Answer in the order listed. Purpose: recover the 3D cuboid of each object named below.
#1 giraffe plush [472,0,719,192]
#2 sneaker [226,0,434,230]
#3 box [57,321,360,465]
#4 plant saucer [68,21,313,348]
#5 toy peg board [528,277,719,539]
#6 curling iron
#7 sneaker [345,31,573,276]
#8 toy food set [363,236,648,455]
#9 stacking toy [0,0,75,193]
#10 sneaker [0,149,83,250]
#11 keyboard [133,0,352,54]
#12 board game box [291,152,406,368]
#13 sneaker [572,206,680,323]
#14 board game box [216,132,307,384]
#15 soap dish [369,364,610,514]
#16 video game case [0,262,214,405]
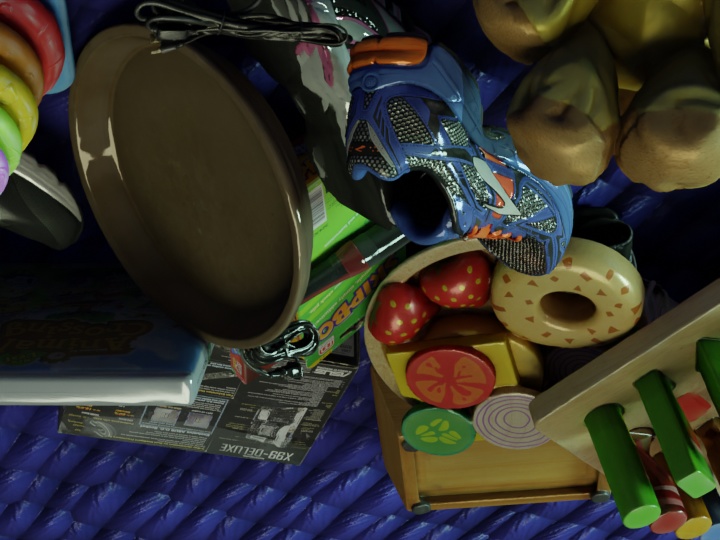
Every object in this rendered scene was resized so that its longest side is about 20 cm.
[{"bbox_3d":[0.147,-0.119,0.777,0.171,0.202,0.162,1,163,8],"label":"giraffe plush"},{"bbox_3d":[-0.005,-0.126,0.832,0.080,0.086,0.201,22,146,43],"label":"sneaker"},{"bbox_3d":[-0.116,0.078,1.125,0.198,0.050,0.158,9,144,-15],"label":"box"},{"bbox_3d":[-0.096,-0.050,0.866,0.029,0.200,0.200,-32,164,-38],"label":"plant saucer"},{"bbox_3d":[0.252,0.111,0.984,0.199,0.098,0.199,-35,135,21],"label":"toy peg board"},{"bbox_3d":[0.000,0.000,0.943,0.025,0.200,0.050,12,137,55],"label":"curling iron"},{"bbox_3d":[0.047,-0.043,0.798,0.075,0.079,0.200,1,155,40],"label":"sneaker"},{"bbox_3d":[0.101,0.053,1.006,0.198,0.049,0.199,-8,133,15],"label":"toy food set"},{"bbox_3d":[-0.214,-0.069,0.783,0.109,0.201,0.116,1,146,-4],"label":"stacking toy"},{"bbox_3d":[-0.263,-0.048,0.897,0.199,0.085,0.074,26,164,-26],"label":"sneaker"},{"bbox_3d":[-0.044,-0.167,0.735,0.198,0.128,0.021,3,-176,-6],"label":"keyboard"},{"bbox_3d":[-0.013,-0.016,0.966,0.095,0.030,0.201,-38,151,-19],"label":"board game box"},{"bbox_3d":[0.183,0.022,1.036,0.199,0.076,0.116,13,144,-16],"label":"sneaker"},{"bbox_3d":[-0.044,-0.011,0.978,0.103,0.019,0.201,-34,152,-23],"label":"board game box"},{"bbox_3d":[0.112,0.122,1.169,0.198,0.082,0.158,-5,145,2],"label":"soap dish"},{"bbox_3d":[-0.189,0.036,0.957,0.198,0.182,0.022,0,112,4],"label":"video game case"}]
